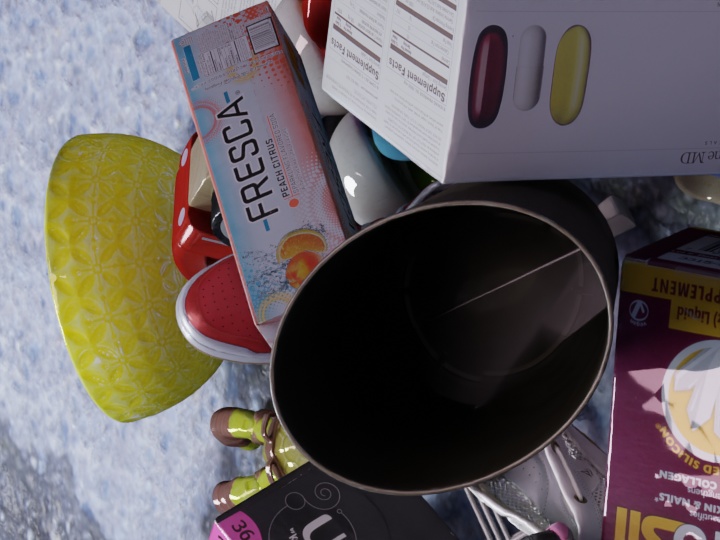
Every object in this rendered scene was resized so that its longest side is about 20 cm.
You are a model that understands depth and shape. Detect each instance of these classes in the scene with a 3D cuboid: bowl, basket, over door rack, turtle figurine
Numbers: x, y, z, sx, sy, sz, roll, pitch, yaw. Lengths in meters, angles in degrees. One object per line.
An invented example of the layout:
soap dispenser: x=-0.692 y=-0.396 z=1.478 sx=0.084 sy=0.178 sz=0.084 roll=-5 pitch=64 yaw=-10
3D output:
bowl: x=-0.127 y=-0.004 z=1.875 sx=0.107 sy=0.200 sz=0.201 roll=-10 pitch=88 yaw=16
basket: x=0.061 y=0.018 z=1.421 sx=0.180 sy=0.200 sz=0.136 roll=-27 pitch=94 yaw=18
over door rack: x=0.125 y=0.072 z=1.647 sx=0.200 sy=0.066 sz=0.148 roll=-38 pitch=67 yaw=32
turtle figurine: x=-0.041 y=0.130 z=1.852 sx=0.161 sy=0.064 sz=0.201 roll=-19 pitch=85 yaw=53

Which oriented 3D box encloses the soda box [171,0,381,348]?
soda box: x=-0.045 y=-0.048 z=1.531 sx=0.063 sy=0.068 sz=0.201 roll=-22 pitch=58 yaw=7

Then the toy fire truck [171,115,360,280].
toy fire truck: x=-0.045 y=-0.021 z=1.760 sx=0.200 sy=0.175 sz=0.129 roll=125 pitch=152 yaw=-48

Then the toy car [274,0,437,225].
toy car: x=0.033 y=-0.132 z=1.610 sx=0.175 sy=0.150 sz=0.201 roll=-31 pitch=68 yaw=10

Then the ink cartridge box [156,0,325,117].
ink cartridge box: x=-0.067 y=-0.216 z=1.806 sx=0.176 sy=0.045 sz=0.201 roll=48 pitch=143 yaw=33

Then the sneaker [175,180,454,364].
sneaker: x=0.000 y=0.000 z=1.567 sx=0.112 sy=0.199 sz=0.072 roll=138 pitch=120 yaw=-62

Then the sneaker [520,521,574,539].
sneaker: x=0.066 y=0.202 z=1.543 sx=0.200 sy=0.095 sz=0.079 roll=121 pitch=139 yaw=-58

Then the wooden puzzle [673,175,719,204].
wooden puzzle: x=0.242 y=-0.110 z=1.476 sx=0.200 sy=0.046 sz=0.186 roll=18 pitch=110 yaw=48

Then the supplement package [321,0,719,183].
supplement package: x=0.104 y=-0.124 z=1.461 sx=0.156 sy=0.199 sz=0.111 roll=-138 pitch=50 yaw=-57

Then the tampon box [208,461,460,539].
tampon box: x=-0.017 y=0.232 z=1.734 sx=0.150 sy=0.126 sz=0.200 roll=47 pitch=148 yaw=21

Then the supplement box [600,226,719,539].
supplement box: x=0.208 y=0.089 z=1.483 sx=0.130 sy=0.103 sz=0.201 roll=10 pitch=106 yaw=28

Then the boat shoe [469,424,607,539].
boat shoe: x=0.079 y=0.096 z=1.597 sx=0.200 sy=0.069 sz=0.071 roll=40 pitch=112 yaw=33
